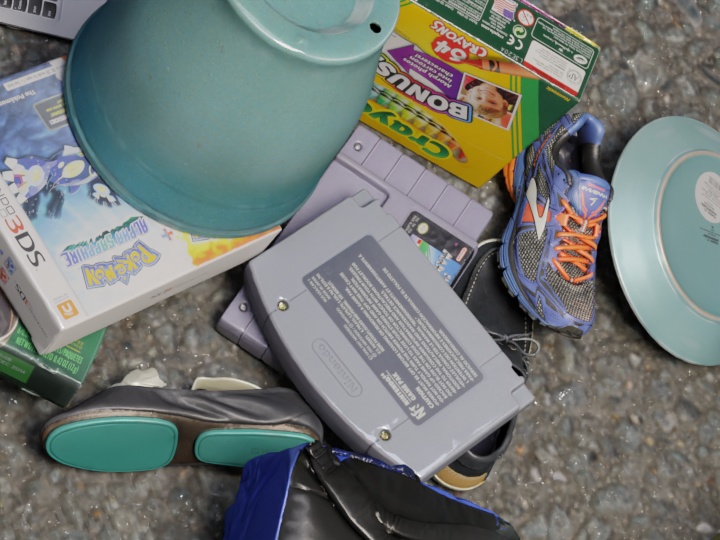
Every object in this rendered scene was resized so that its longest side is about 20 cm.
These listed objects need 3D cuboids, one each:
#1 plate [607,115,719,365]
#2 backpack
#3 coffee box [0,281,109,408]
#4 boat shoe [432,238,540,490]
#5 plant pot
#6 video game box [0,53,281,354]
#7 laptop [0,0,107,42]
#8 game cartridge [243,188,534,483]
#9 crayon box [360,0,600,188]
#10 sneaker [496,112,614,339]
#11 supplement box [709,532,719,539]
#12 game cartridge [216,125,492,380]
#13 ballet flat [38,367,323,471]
[{"bbox_3d":[0.270,-0.026,1.685,0.200,0.026,0.201,10,75,-39],"label":"plate"},{"bbox_3d":[0.006,0.214,1.453,0.200,0.168,0.163,19,74,-20],"label":"backpack"},{"bbox_3d":[-0.218,-0.016,1.489,0.123,0.044,0.200,28,52,-10],"label":"coffee box"},{"bbox_3d":[0.095,0.065,1.600,0.075,0.062,0.200,20,65,-13],"label":"boat shoe"},{"bbox_3d":[-0.072,-0.152,1.442,0.200,0.188,0.200,14,58,-24],"label":"plant pot"},{"bbox_3d":[-0.181,-0.060,1.477,0.200,0.047,0.182,-27,81,-38],"label":"video game box"},{"bbox_3d":[-0.240,-0.282,1.549,0.200,0.116,0.188,12,69,-18],"label":"laptop"},{"bbox_3d":[0.013,0.051,1.532,0.133,0.042,0.200,-34,78,-19],"label":"game cartridge"},{"bbox_3d":[0.049,-0.159,1.592,0.200,0.173,0.058,29,61,-10],"label":"crayon box"},{"bbox_3d":[0.152,-0.040,1.620,0.075,0.078,0.200,20,51,-31],"label":"sneaker"},{"bbox_3d":[0.340,0.274,1.538,0.134,0.200,0.200,2,72,-8],"label":"supplement box"},{"bbox_3d":[0.000,0.000,1.588,0.130,0.038,0.200,31,63,6],"label":"game cartridge"},{"bbox_3d":[-0.126,0.103,1.500,0.200,0.073,0.073,3,72,-15],"label":"ballet flat"}]
